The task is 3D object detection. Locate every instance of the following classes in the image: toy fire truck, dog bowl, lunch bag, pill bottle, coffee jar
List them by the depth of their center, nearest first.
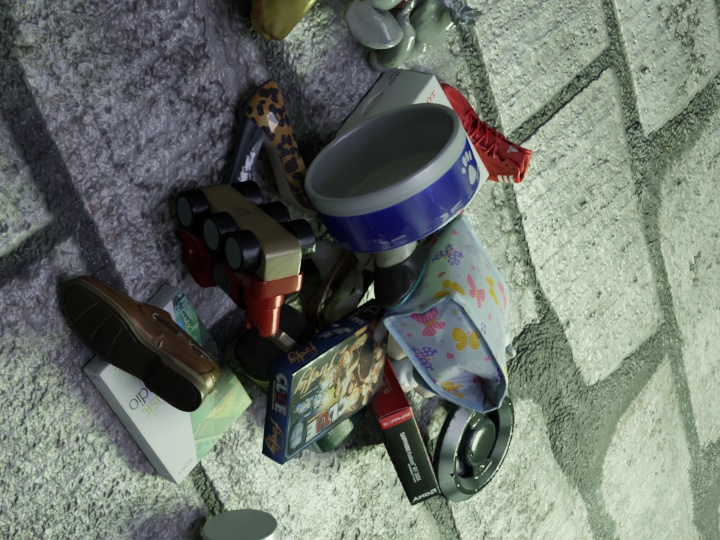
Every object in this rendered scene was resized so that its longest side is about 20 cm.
[{"bbox_3d":[-0.126,0.014,1.506,0.128,0.176,0.201,-13,123,-34],"label":"toy fire truck"},{"bbox_3d":[0.038,-0.111,1.536,0.200,0.200,0.079,-46,124,-29],"label":"dog bowl"},{"bbox_3d":[0.119,0.063,1.628,0.200,0.127,0.170,53,29,-32],"label":"lunch bag"},{"bbox_3d":[-0.146,0.412,1.632,0.116,0.116,0.201,-18,112,-43],"label":"pill bottle"},{"bbox_3d":[-0.077,0.136,1.654,0.104,0.085,0.200,-47,131,-18],"label":"coffee jar"}]

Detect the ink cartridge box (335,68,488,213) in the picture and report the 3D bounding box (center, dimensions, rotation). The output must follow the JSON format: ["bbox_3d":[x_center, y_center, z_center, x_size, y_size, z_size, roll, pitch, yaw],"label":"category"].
[{"bbox_3d":[0.072,-0.149,1.739,0.145,0.083,0.200,-54,134,-21],"label":"ink cartridge box"}]

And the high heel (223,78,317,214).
[{"bbox_3d":[-0.067,-0.148,1.597,0.199,0.071,0.143,13,97,-39],"label":"high heel"}]

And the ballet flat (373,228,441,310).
[{"bbox_3d":[0.057,-0.044,1.572,0.068,0.068,0.200,54,49,-30],"label":"ballet flat"}]

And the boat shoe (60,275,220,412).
[{"bbox_3d":[-0.244,0.073,1.438,0.200,0.072,0.068,44,37,-8],"label":"boat shoe"}]

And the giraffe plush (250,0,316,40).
[{"bbox_3d":[-0.102,-0.374,1.460,0.162,0.200,0.173,39,73,-14],"label":"giraffe plush"}]

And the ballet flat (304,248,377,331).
[{"bbox_3d":[0.000,0.000,1.618,0.070,0.065,0.200,20,111,-27],"label":"ballet flat"}]

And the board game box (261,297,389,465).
[{"bbox_3d":[-0.038,0.132,1.565,0.200,0.035,0.136,-31,138,-46],"label":"board game box"}]

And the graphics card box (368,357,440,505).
[{"bbox_3d":[0.049,0.212,1.757,0.051,0.126,0.200,-22,132,-5],"label":"graphics card box"}]

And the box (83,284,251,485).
[{"bbox_3d":[-0.224,0.137,1.535,0.144,0.036,0.200,-49,132,-26],"label":"box"}]

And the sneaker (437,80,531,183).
[{"bbox_3d":[0.177,-0.192,1.816,0.200,0.115,0.079,42,69,-45],"label":"sneaker"}]

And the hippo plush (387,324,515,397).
[{"bbox_3d":[0.143,0.105,1.825,0.200,0.160,0.160,-49,131,-26],"label":"hippo plush"}]

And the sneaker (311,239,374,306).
[{"bbox_3d":[-0.016,0.043,1.705,0.099,0.078,0.200,-52,131,-18],"label":"sneaker"}]

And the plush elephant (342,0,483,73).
[{"bbox_3d":[0.041,-0.346,1.611,0.154,0.200,0.165,25,89,-29],"label":"plush elephant"}]

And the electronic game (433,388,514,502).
[{"bbox_3d":[0.176,0.260,1.988,0.200,0.042,0.201,-27,126,-43],"label":"electronic game"}]
